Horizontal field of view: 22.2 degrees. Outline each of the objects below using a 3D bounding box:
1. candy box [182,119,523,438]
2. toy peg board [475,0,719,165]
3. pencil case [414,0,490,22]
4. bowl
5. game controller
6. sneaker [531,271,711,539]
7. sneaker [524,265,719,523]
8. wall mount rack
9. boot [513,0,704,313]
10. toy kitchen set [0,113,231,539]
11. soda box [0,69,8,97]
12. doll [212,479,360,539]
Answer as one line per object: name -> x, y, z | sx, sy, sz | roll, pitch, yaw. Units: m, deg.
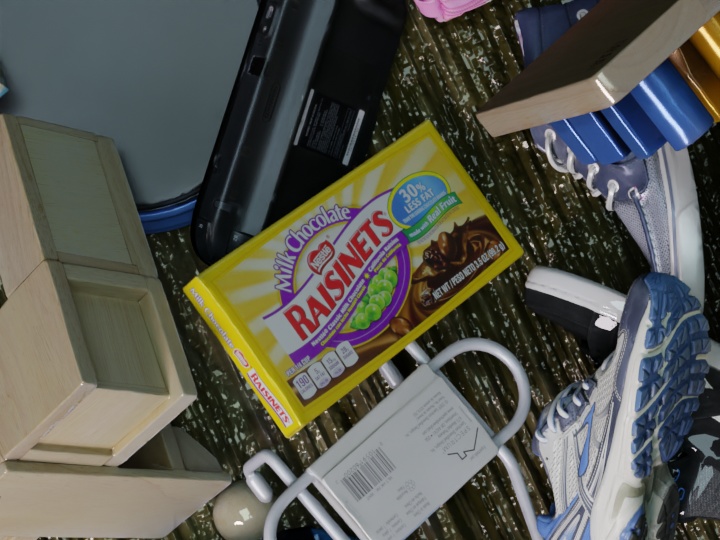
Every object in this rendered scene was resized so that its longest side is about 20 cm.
candy box -> 0.000, 0.000, 1.058 | 0.200, 0.026, 0.103 | -36, 88, -35
toy peg board -> 0.188, -0.118, 0.978 | 0.199, 0.200, 0.098 | -42, 98, -10
pencil case -> 0.111, -0.221, 1.089 | 0.198, 0.087, 0.083 | -24, 119, -1
bowl -> -0.138, -0.124, 1.101 | 0.198, 0.039, 0.203 | 0, 88, -1
game controller -> -0.034, -0.089, 1.081 | 0.042, 0.104, 0.202 | 18, 90, 38
sneaker -> 0.135, 0.088, 1.033 | 0.085, 0.077, 0.202 | 25, 122, 31
sneaker -> 0.172, 0.084, 1.086 | 0.198, 0.073, 0.113 | 25, 92, 1
wall mount rack -> 0.033, 0.140, 1.064 | 0.200, 0.075, 0.174 | -39, 86, -27
boot -> 0.148, -0.066, 1.096 | 0.089, 0.073, 0.202 | -9, 80, 3
toy kitchen set -> -0.173, 0.054, 1.067 | 0.200, 0.162, 0.182 | -41, 57, 32
soda box -> -0.301, -0.078, 1.054 | 0.199, 0.068, 0.064 | -37, 51, 10
doll -> -0.035, 0.218, 1.090 | 0.135, 0.048, 0.202 | -25, 90, -3
